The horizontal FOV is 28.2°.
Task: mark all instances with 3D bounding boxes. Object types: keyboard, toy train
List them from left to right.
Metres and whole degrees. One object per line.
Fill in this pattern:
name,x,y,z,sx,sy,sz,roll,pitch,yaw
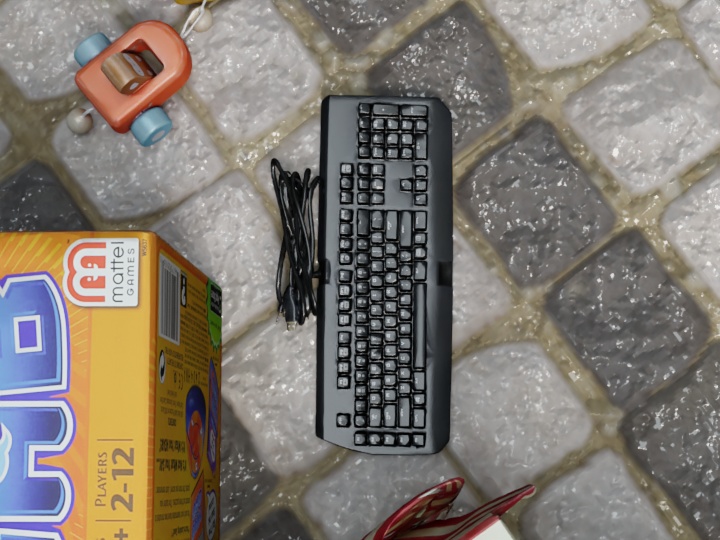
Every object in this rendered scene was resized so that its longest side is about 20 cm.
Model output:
toy train,-0.143,-0.180,0.815,0.150,0.056,0.201,-34,82,-2
keyboard,0.000,0.000,0.791,0.103,0.040,0.202,0,82,2

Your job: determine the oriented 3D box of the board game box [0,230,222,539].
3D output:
board game box,-0.180,0.096,0.707,0.198,0.200,0.202,-1,82,3

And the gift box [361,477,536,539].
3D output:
gift box,0.044,0.212,0.685,0.184,0.200,0.187,-35,80,-7
